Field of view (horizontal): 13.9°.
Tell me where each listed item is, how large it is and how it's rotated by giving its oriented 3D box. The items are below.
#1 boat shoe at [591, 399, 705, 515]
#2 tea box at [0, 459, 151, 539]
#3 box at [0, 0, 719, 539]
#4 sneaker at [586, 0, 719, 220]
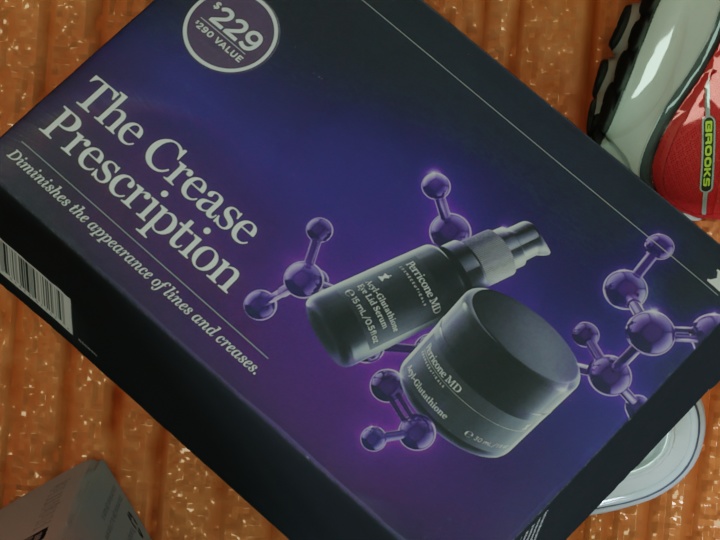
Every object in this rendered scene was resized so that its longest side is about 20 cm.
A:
[{"bbox_3d":[0.017,0.045,0.968,0.199,0.065,0.074,6,94,-2],"label":"boat shoe"},{"bbox_3d":[-0.136,0.173,0.905,0.196,0.200,0.134,-31,95,0],"label":"tea box"},{"bbox_3d":[0.000,0.000,0.909,0.200,0.079,0.141,40,66,15],"label":"box"},{"bbox_3d":[0.145,-0.108,0.965,0.085,0.077,0.201,23,103,-8],"label":"sneaker"}]
